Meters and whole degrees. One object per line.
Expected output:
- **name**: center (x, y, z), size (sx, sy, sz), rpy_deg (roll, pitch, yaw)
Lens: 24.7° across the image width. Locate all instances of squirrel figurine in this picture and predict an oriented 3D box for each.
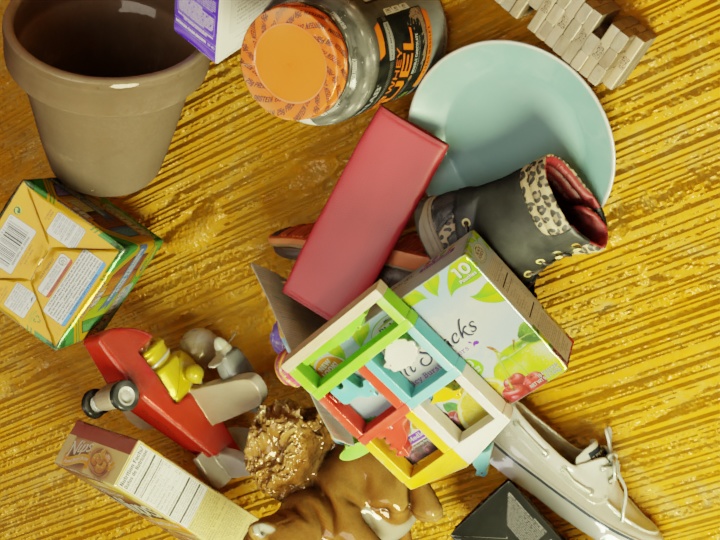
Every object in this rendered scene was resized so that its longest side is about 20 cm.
- **squirrel figurine**: center (-0.048, 0.224, 1.593), size (0.201, 0.186, 0.142), rpy_deg (62, 156, 13)

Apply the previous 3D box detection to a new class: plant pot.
- **plant pot**: center (-0.247, -0.174, 1.609), size (0.199, 0.200, 0.175), rpy_deg (27, 136, 19)

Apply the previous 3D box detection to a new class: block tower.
- **block tower**: center (0.159, -0.241, 1.421), size (0.200, 0.054, 0.058), rpy_deg (41, 120, 12)

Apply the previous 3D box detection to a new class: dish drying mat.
- **dish drying mat**: center (0.003, -0.048, 1.520), size (0.077, 0.018, 0.201), rpy_deg (32, 104, 11)

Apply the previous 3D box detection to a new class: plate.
- **plate**: center (0.137, -0.114, 1.480), size (0.199, 0.026, 0.201), rpy_deg (12, 120, 22)

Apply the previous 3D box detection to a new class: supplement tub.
- **supplement tub**: center (-0.014, -0.198, 1.444), size (0.122, 0.200, 0.123), rpy_deg (9, 111, 26)

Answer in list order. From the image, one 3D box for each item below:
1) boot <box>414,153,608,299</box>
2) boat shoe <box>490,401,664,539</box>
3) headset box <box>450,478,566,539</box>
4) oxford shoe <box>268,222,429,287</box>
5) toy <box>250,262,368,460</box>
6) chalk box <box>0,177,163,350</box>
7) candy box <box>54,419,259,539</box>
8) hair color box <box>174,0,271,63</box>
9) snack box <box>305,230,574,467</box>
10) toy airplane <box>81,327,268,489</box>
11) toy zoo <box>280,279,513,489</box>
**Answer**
- **boot**: center (0.155, -0.003, 1.470), size (0.150, 0.073, 0.201), rpy_deg (-25, 101, 37)
- **boat shoe**: center (0.211, 0.184, 1.519), size (0.201, 0.075, 0.086), rpy_deg (35, 103, 6)
- **headset box**: center (0.159, 0.271, 1.513), size (0.077, 0.200, 0.149), rpy_deg (-41, 83, -2)
- **oxford shoe**: center (0.000, 0.000, 1.576), size (0.199, 0.071, 0.073), rpy_deg (12, 113, 25)
- **toy**: center (-0.048, 0.094, 1.561), size (0.047, 0.115, 0.201), rpy_deg (-39, 60, 16)
- **chalk box**: center (-0.290, -0.012, 1.658), size (0.124, 0.200, 0.125), rpy_deg (35, 99, 5)
- **candy box**: center (-0.203, 0.229, 1.683), size (0.115, 0.200, 0.056), rpy_deg (9, 66, 48)
- **hair color box**: center (-0.107, -0.294, 1.471), size (0.065, 0.109, 0.200), rpy_deg (40, 148, 18)
- **snack box**: center (0.070, 0.074, 1.471), size (0.200, 0.053, 0.142), rpy_deg (-36, 104, 30)
- **toy airplane**: center (-0.174, 0.128, 1.691), size (0.199, 0.142, 0.200), rpy_deg (15, 151, 15)
- **toy zoo**: center (0.043, 0.114, 1.458), size (0.200, 0.020, 0.131), rpy_deg (45, 122, -11)
